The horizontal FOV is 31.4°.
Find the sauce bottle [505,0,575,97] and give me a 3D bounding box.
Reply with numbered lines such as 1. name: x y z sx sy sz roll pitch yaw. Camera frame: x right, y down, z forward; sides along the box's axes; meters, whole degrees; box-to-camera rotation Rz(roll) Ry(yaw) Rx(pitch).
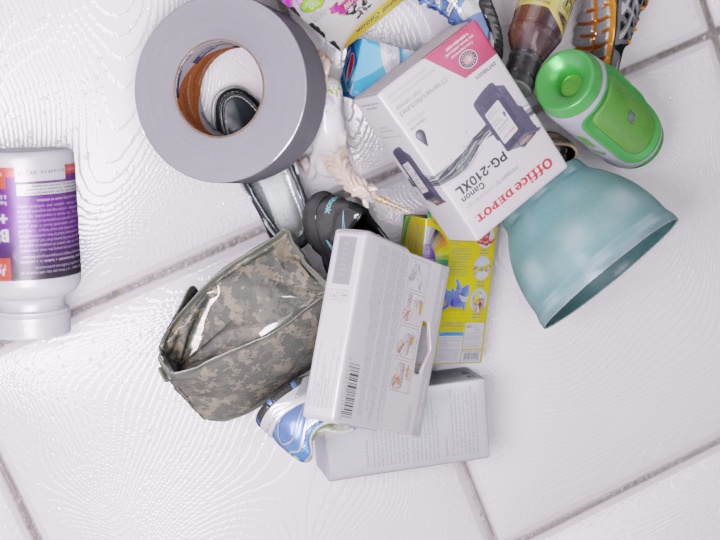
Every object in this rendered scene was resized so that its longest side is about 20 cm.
1. sauce bottle: 0.209 -0.292 1.483 0.066 0.066 0.200 26 72 -16

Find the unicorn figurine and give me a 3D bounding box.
1. unicorn figurine: -0.031 -0.147 1.432 0.074 0.137 0.200 -24 103 -11

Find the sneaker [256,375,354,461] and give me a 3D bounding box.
1. sneaker: -0.017 0.136 1.434 0.200 0.076 0.077 -36 74 -12

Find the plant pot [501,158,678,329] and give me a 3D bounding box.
1. plant pot: 0.251 -0.045 1.506 0.200 0.200 0.134 -37 79 -7

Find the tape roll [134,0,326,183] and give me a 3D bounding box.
1. tape roll: -0.140 -0.194 1.386 0.200 0.066 0.200 1 93 19

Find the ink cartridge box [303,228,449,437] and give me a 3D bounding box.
1. ink cartridge box: 0.020 0.072 1.379 0.176 0.045 0.200 21 77 -55

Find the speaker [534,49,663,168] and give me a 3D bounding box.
1. speaker: 0.281 -0.184 1.489 0.200 0.088 0.088 25 91 -51

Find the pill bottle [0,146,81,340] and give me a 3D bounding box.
1. pill bottle: -0.358 -0.030 1.377 0.111 0.111 0.200 -4 98 -14

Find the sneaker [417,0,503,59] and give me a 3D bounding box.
1. sneaker: 0.101 -0.320 1.480 0.077 0.076 0.200 -29 90 0

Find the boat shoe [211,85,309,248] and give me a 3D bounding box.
1. boat shoe: -0.106 -0.117 1.457 0.076 0.060 0.200 -31 104 -9

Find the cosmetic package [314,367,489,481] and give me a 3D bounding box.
1. cosmetic package: 0.047 0.182 1.531 0.200 0.071 0.102 -6 99 -14

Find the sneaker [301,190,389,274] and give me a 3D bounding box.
1. sneaker: 0.000 0.000 1.465 0.075 0.079 0.200 -53 132 -35

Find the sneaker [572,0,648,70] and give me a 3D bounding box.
1. sneaker: 0.307 -0.315 1.531 0.077 0.078 0.200 2 98 -24

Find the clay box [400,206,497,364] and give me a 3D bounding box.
1. clay box: 0.099 0.009 1.516 0.115 0.048 0.200 2 96 -38

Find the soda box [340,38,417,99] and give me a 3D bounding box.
1. soda box: 0.081 -0.214 1.490 0.200 0.064 0.068 11 95 -16

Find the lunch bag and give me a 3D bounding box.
1. lunch bag: -0.127 0.072 1.414 0.200 0.164 0.118 -35 66 -9

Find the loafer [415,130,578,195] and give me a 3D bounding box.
1. loafer: 0.162 -0.127 1.523 0.200 0.063 0.072 -15 100 -12

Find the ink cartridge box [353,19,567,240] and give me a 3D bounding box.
1. ink cartridge box: 0.113 -0.152 1.424 0.145 0.084 0.200 -39 105 -14

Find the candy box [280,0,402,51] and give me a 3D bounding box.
1. candy box: -0.033 -0.337 1.371 0.136 0.061 0.200 -37 146 16
